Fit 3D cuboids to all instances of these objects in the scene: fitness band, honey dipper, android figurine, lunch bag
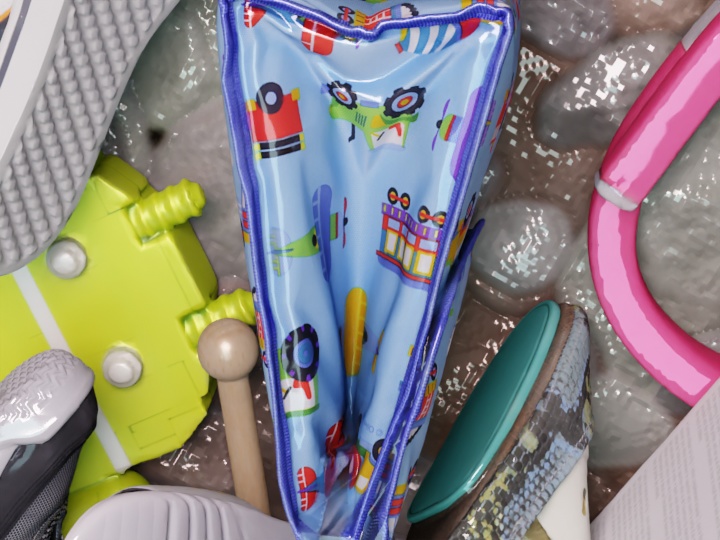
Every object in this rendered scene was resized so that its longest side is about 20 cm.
[{"bbox_3d":[0.168,-0.034,0.808,0.143,0.037,0.200,36,109,-7],"label":"fitness band"},{"bbox_3d":[-0.038,0.109,0.857,0.038,0.038,0.201,-5,117,7],"label":"honey dipper"},{"bbox_3d":[-0.135,0.028,0.855,0.199,0.041,0.183,-21,105,13],"label":"android figurine"},{"bbox_3d":[0.000,0.000,0.765,0.093,0.151,0.201,5,104,3],"label":"lunch bag"}]

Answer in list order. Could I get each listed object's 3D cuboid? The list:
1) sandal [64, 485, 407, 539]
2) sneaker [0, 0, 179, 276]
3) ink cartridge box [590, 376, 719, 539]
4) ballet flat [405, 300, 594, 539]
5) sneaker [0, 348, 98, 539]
[{"bbox_3d":[-0.051,0.116,0.800,0.059,0.206,0.080,11,87,34],"label":"sandal"},{"bbox_3d":[-0.104,-0.102,0.762,0.079,0.078,0.201,37,104,25],"label":"sneaker"},{"bbox_3d":[0.127,0.096,0.759,0.047,0.160,0.200,36,111,-10],"label":"ink cartridge box"},{"bbox_3d":[0.042,0.105,0.810,0.074,0.074,0.200,37,70,-8],"label":"ballet flat"},{"bbox_3d":[-0.116,0.123,0.828,0.113,0.076,0.200,31,118,-5],"label":"sneaker"}]
